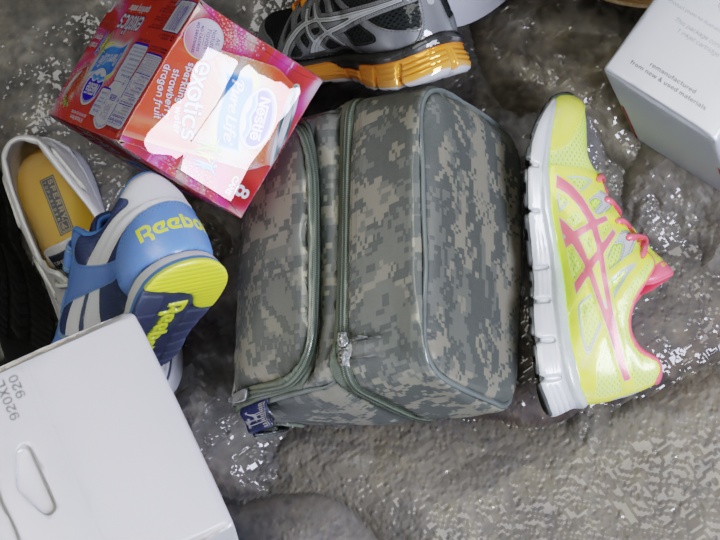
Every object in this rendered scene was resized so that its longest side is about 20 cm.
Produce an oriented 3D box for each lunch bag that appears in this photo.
[{"bbox_3d":[0.000,0.000,1.335,0.167,0.139,0.201,-9,74,31],"label":"lunch bag"}]

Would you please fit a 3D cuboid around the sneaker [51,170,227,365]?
[{"bbox_3d":[-0.146,0.013,1.320,0.200,0.074,0.082,-44,64,48],"label":"sneaker"}]

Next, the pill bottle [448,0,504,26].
[{"bbox_3d":[0.023,-0.255,1.394,0.111,0.111,0.200,-40,70,4],"label":"pill bottle"}]

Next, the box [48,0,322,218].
[{"bbox_3d":[-0.114,-0.108,1.349,0.095,0.200,0.100,32,87,-22],"label":"box"}]

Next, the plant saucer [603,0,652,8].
[{"bbox_3d":[0.148,-0.245,1.353,0.200,0.035,0.201,10,64,-22],"label":"plant saucer"}]

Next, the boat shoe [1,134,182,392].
[{"bbox_3d":[-0.181,-0.003,1.413,0.071,0.070,0.200,-27,75,9],"label":"boat shoe"}]

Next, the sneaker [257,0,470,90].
[{"bbox_3d":[-0.002,-0.159,1.358,0.200,0.078,0.077,8,115,54],"label":"sneaker"}]

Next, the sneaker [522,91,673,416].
[{"bbox_3d":[0.146,-0.012,1.330,0.090,0.078,0.201,-5,82,6],"label":"sneaker"}]

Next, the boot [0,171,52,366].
[{"bbox_3d":[-0.287,0.019,1.433,0.138,0.077,0.200,-30,48,12],"label":"boot"}]

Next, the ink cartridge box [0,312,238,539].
[{"bbox_3d":[-0.160,0.144,1.290,0.144,0.200,0.148,-25,71,-8],"label":"ink cartridge box"}]

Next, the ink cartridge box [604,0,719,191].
[{"bbox_3d":[0.244,-0.159,1.294,0.083,0.145,0.200,35,88,21],"label":"ink cartridge box"}]
